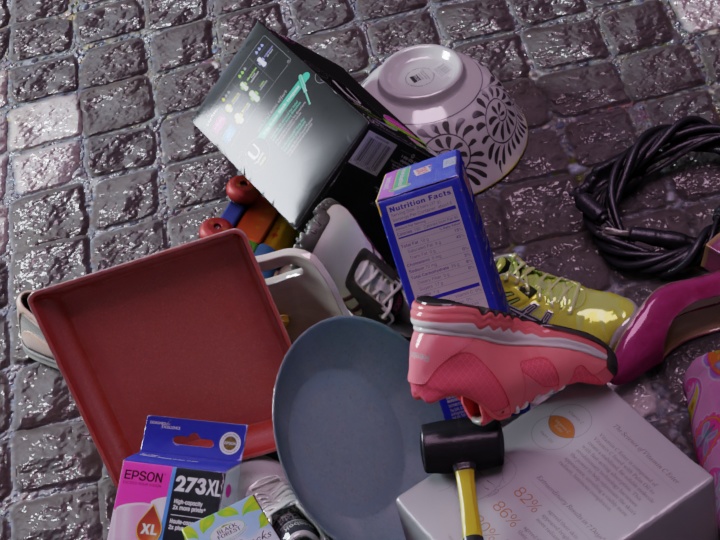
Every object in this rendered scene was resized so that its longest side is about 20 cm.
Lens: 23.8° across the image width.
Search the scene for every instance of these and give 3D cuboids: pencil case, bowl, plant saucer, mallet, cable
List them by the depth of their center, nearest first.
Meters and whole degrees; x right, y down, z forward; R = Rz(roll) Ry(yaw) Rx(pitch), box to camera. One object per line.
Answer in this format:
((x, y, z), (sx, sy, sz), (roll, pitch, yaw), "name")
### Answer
((0.092, 0.189, 1.257), (0.065, 0.041, 0.201), (-12, 47, -2), "mallet")
((0.314, 0.154, 1.359), (0.087, 0.088, 0.201), (-11, 43, 3), "pencil case")
((-0.003, 0.139, 1.406), (0.039, 0.201, 0.202), (-26, 27, 45), "plant saucer")
((-0.150, 0.073, 1.437), (0.198, 0.201, 0.037), (-17, 21, 13), "plant saucer")
((0.308, -0.073, 1.617), (0.199, 0.051, 0.163), (-24, 44, -12), "cable")
((0.068, -0.167, 1.743), (0.199, 0.095, 0.202), (-7, 44, 7), "bowl")

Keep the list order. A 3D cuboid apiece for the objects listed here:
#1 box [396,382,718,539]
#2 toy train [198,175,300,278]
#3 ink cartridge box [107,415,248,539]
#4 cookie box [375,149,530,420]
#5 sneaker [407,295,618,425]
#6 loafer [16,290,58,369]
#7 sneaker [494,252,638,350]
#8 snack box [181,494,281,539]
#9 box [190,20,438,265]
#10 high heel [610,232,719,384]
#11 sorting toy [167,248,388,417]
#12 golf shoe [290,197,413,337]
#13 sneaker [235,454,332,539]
((0.155, 0.202, 1.327), (0.199, 0.107, 0.152), (-30, 44, -17), "box")
((-0.079, -0.042, 1.671), (0.115, 0.085, 0.201), (18, 42, 9), "toy train")
((-0.155, 0.215, 1.386), (0.094, 0.037, 0.202), (4, 70, 18), "ink cartridge box")
((0.079, 0.013, 1.427), (0.075, 0.202, 0.171), (-17, 9, 7), "cookie box")
((0.110, 0.077, 1.305), (0.074, 0.199, 0.088), (11, 88, 55), "sneaker")
((-0.240, 0.065, 1.599), (0.198, 0.063, 0.072), (11, 47, 24), "loafer")
((0.150, 0.029, 1.531), (0.198, 0.077, 0.076), (6, 44, 18), "sneaker")
((-0.052, 0.292, 1.239), (0.067, 0.170, 0.200), (-22, 43, -15), "snack box")
((-0.037, -0.120, 1.637), (0.125, 0.148, 0.200), (-54, 50, 10), "box")
((0.303, 0.049, 1.493), (0.096, 0.068, 0.200), (36, 59, 25), "high heel")
((-0.080, 0.057, 1.483), (0.198, 0.181, 0.107), (-7, 43, 6), "sorting toy")
((0.000, 0.000, 1.515), (0.088, 0.200, 0.078), (25, 78, 23), "golf shoe")
((-0.060, 0.207, 1.395), (0.076, 0.081, 0.200), (-26, 41, -11), "sneaker")
